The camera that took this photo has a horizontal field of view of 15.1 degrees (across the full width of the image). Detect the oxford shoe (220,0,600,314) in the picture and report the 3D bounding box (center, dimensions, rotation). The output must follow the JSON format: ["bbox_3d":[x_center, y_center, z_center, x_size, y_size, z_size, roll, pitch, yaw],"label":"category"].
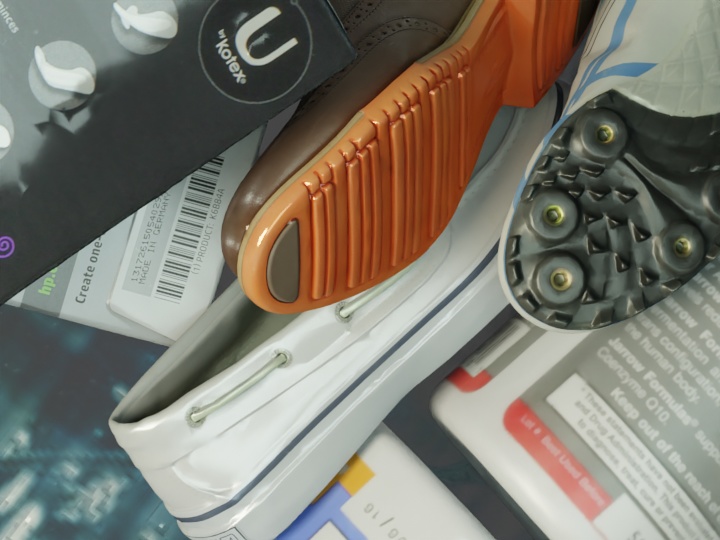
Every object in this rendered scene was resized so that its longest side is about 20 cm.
[{"bbox_3d":[0.005,-0.058,0.854,0.073,0.200,0.071,23,134,21],"label":"oxford shoe"}]

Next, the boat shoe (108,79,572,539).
[{"bbox_3d":[0.000,0.000,0.882,0.067,0.074,0.200,48,68,-28],"label":"boat shoe"}]

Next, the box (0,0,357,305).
[{"bbox_3d":[-0.121,-0.052,0.784,0.200,0.122,0.106,-35,106,-11],"label":"box"}]

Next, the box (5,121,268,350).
[{"bbox_3d":[-0.127,-0.074,0.873,0.200,0.041,0.156,15,97,-17],"label":"box"}]

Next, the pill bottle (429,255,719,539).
[{"bbox_3d":[0.131,0.020,0.917,0.200,0.114,0.114,-41,107,-3],"label":"pill bottle"}]

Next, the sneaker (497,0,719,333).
[{"bbox_3d":[0.100,-0.058,0.885,0.072,0.072,0.200,36,64,-10],"label":"sneaker"}]

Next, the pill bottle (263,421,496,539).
[{"bbox_3d":[-0.034,0.152,0.903,0.200,0.112,0.112,-43,107,-3],"label":"pill bottle"}]
